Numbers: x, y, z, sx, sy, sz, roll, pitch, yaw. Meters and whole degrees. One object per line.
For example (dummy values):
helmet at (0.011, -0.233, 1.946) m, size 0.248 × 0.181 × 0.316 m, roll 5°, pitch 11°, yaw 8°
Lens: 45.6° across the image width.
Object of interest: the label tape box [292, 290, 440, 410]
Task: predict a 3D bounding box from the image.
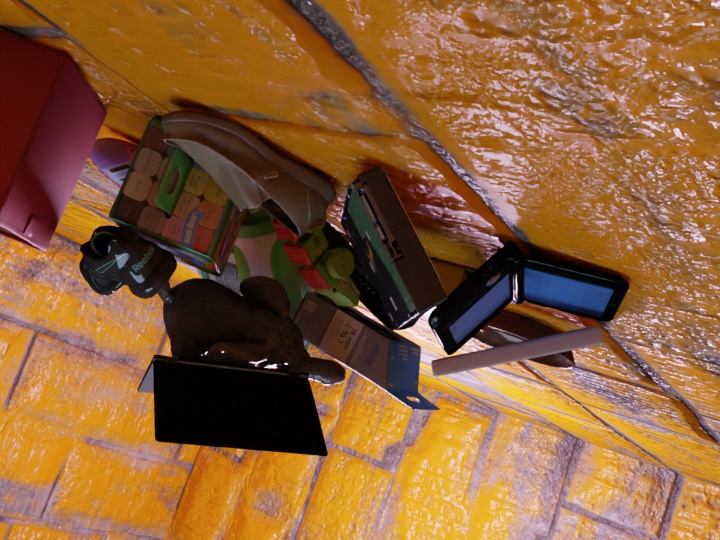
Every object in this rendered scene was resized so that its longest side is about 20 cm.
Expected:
label tape box at (0.021, 0.107, 1.140) m, size 0.198 × 0.064 × 0.144 m, roll 29°, pitch -178°, yaw 22°

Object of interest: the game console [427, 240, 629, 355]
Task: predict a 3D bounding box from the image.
game console at (0.179, 0.053, 0.929) m, size 0.117 × 0.176 × 0.200 m, roll 48°, pitch 178°, yaw 18°

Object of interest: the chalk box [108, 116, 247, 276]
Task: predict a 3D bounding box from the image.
chalk box at (-0.197, -0.083, 0.972) m, size 0.122 × 0.126 × 0.200 m, roll 22°, pitch 172°, yaw -3°

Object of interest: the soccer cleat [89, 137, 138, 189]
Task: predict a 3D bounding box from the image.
soccer cleat at (-0.249, -0.122, 1.104) m, size 0.198 × 0.067 × 0.076 m, roll 31°, pitch 137°, yaw -18°

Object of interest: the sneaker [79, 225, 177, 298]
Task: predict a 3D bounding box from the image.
sneaker at (-0.278, -0.020, 0.968) m, size 0.079 × 0.076 × 0.199 m, roll 44°, pitch 155°, yaw -30°

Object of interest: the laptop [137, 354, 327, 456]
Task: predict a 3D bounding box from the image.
laptop at (-0.155, 0.170, 0.984) m, size 0.184 × 0.118 × 0.200 m, roll 10°, pitch 153°, yaw -20°

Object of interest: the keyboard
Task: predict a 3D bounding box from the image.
keyboard at (0.000, 0.000, 1.088) m, size 0.200 × 0.021 × 0.127 m, roll 44°, pitch 149°, yaw -10°

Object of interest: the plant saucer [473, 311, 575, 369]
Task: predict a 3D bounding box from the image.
plant saucer at (0.231, 0.097, 1.285) m, size 0.198 × 0.035 × 0.200 m, roll 21°, pitch 170°, yaw 4°

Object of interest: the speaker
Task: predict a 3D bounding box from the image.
speaker at (-0.122, 0.022, 1.163) m, size 0.087 × 0.203 × 0.089 m, roll -8°, pitch -159°, yaw 3°

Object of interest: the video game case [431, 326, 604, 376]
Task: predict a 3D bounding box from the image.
video game case at (0.191, 0.099, 1.056) m, size 0.197 × 0.023 × 0.182 m, roll -12°, pitch 173°, yaw 9°

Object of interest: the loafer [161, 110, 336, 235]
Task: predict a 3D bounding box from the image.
loafer at (-0.116, -0.098, 0.875) m, size 0.198 × 0.068 × 0.076 m, roll 25°, pitch 170°, yaw -21°

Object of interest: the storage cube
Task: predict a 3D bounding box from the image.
storage cube at (-0.393, -0.145, 0.897) m, size 0.169 × 0.182 × 0.200 m, roll 21°, pitch 170°, yaw 0°

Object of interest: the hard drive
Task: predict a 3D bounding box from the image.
hard drive at (0.029, -0.016, 0.869) m, size 0.141 × 0.037 × 0.200 m, roll 63°, pitch 173°, yaw 6°

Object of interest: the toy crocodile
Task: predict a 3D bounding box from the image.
toy crocodile at (-0.064, -0.027, 1.041) m, size 0.067 × 0.062 × 0.201 m, roll 5°, pitch 136°, yaw 44°

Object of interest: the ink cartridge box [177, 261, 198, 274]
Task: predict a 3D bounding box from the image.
ink cartridge box at (-0.206, -0.009, 1.521) m, size 0.198 × 0.087 × 0.147 m, roll 15°, pitch 169°, yaw 27°

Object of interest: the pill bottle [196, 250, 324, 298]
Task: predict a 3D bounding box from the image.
pill bottle at (-0.139, -0.009, 1.282) m, size 0.198 × 0.115 × 0.113 m, roll 18°, pitch 170°, yaw 24°

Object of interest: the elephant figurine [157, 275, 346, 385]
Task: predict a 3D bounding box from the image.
elephant figurine at (-0.132, 0.072, 1.047) m, size 0.197 × 0.144 × 0.155 m, roll 6°, pitch -171°, yaw 25°

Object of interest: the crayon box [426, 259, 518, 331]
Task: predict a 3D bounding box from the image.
crayon box at (0.095, 0.025, 1.134) m, size 0.198 × 0.052 × 0.126 m, roll 15°, pitch 168°, yaw 33°
